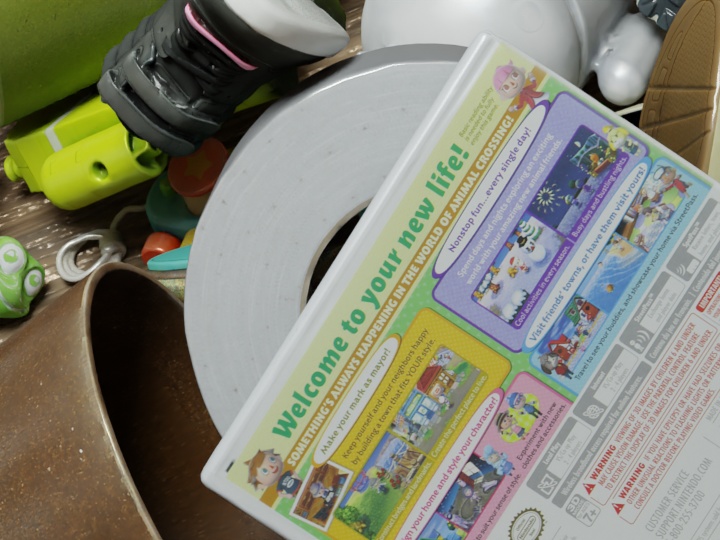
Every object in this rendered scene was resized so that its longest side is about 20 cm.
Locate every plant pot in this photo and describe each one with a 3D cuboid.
[{"bbox_3d":[-0.142,0.126,0.722,0.199,0.187,0.188,-28,48,12],"label":"plant pot"},{"bbox_3d":[-0.121,-0.193,0.907,0.198,0.188,0.188,-19,48,-15],"label":"plant pot"}]

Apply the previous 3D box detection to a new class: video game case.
[{"bbox_3d":[0.067,0.044,0.658,0.181,0.022,0.201,33,93,-1],"label":"video game case"}]

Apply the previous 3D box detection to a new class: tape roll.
[{"bbox_3d":[0.028,0.011,0.721,0.198,0.202,0.066,-15,12,5],"label":"tape roll"}]

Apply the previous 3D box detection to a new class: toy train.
[{"bbox_3d":[-0.075,0.007,0.862,0.149,0.056,0.200,-33,51,-11],"label":"toy train"}]

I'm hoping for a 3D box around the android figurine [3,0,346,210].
[{"bbox_3d":[-0.105,-0.091,0.917,0.198,0.041,0.182,-17,21,31],"label":"android figurine"}]

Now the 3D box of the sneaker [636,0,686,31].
[{"bbox_3d":[0.196,-0.130,0.848,0.200,0.086,0.078,47,113,10],"label":"sneaker"}]

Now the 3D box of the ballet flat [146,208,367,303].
[{"bbox_3d":[0.000,0.000,0.784,0.198,0.071,0.071,-17,49,10],"label":"ballet flat"}]

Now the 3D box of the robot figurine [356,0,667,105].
[{"bbox_3d":[0.073,-0.132,0.872,0.168,0.114,0.200,22,41,18],"label":"robot figurine"}]

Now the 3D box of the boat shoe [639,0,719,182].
[{"bbox_3d":[0.160,-0.021,0.759,0.062,0.073,0.203,3,91,-15],"label":"boat shoe"}]

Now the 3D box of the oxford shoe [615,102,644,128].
[{"bbox_3d":[0.094,-0.038,0.826,0.198,0.074,0.071,-26,72,-3],"label":"oxford shoe"}]

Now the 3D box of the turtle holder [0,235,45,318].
[{"bbox_3d":[-0.256,-0.051,0.909,0.131,0.142,0.185,-40,51,-18],"label":"turtle holder"}]

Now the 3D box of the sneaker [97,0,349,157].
[{"bbox_3d":[-0.064,-0.089,0.742,0.099,0.071,0.200,-46,10,5],"label":"sneaker"}]
